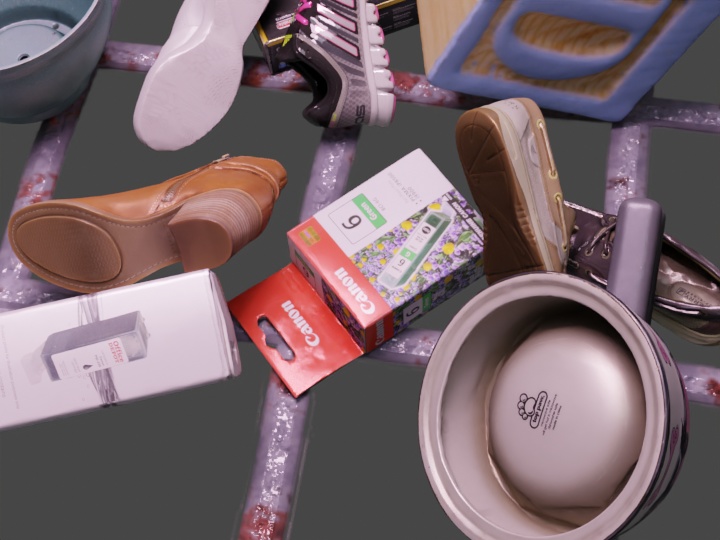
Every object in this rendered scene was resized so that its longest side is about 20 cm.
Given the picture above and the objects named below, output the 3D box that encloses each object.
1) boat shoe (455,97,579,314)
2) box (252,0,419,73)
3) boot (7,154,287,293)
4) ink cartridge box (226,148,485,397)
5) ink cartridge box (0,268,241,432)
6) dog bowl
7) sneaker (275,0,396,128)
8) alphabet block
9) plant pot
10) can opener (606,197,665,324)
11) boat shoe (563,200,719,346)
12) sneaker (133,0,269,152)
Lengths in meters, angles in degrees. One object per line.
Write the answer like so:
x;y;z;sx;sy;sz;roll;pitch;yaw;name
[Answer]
0.132;-0.035;1.003;0.066;0.200;0.074;-27;23;-31;boat shoe
-0.018;-0.282;1.206;0.200;0.049;0.160;-19;60;-7;box
-0.162;-0.045;1.048;0.199;0.074;0.155;2;24;14;boot
0.000;0.000;1.048;0.200;0.050;0.109;-33;65;-15;ink cartridge box
-0.193;0.060;0.965;0.199;0.146;0.085;-11;89;-4;ink cartridge box
0.140;0.104;0.924;0.200;0.074;0.201;-9;77;39;dog bowl
-0.034;-0.209;1.107;0.087;0.074;0.200;-18;100;-14;sneaker
0.163;-0.268;1.066;0.195;0.196;0.200;9;59;-21;alphabet block
-0.302;-0.211;1.133;0.200;0.134;0.201;-2;62;3;plant pot
0.179;0.045;0.978;0.067;0.053;0.201;8;87;19;can opener
0.211;-0.013;1.036;0.200;0.065;0.073;26;67;17;boat shoe
-0.139;-0.197;1.149;0.200;0.075;0.088;-61;30;2;sneaker
